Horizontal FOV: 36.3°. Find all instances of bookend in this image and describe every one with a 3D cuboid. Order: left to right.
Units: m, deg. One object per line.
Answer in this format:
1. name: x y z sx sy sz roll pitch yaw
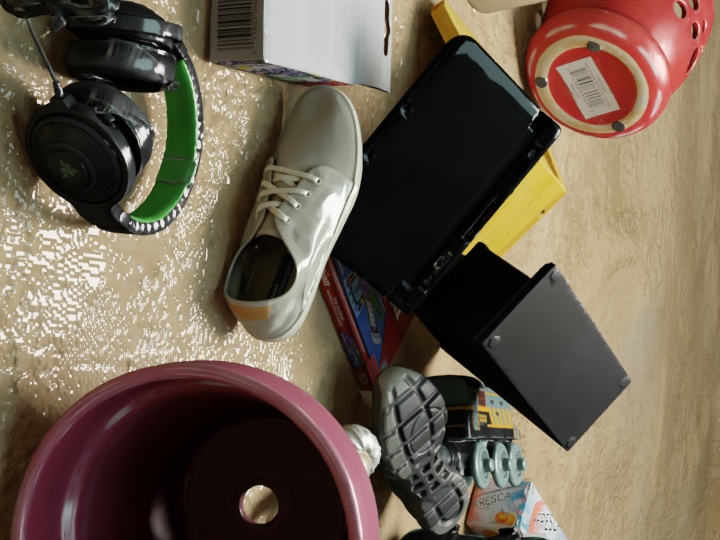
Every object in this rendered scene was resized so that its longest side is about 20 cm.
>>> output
1. bookend: 0.122 0.040 1.018 0.092 0.200 0.199 -46 133 -5

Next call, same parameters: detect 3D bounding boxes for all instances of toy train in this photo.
1. toy train: 0.115 0.168 1.140 0.200 0.085 0.115 18 68 -62

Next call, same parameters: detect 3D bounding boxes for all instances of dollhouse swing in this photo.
1. dollhouse swing: 0.091 -0.131 1.103 0.182 0.176 0.200 -45 152 10

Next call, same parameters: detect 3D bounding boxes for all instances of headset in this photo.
1. headset: -0.131 -0.097 0.613 0.200 0.094 0.124 52 48 -60

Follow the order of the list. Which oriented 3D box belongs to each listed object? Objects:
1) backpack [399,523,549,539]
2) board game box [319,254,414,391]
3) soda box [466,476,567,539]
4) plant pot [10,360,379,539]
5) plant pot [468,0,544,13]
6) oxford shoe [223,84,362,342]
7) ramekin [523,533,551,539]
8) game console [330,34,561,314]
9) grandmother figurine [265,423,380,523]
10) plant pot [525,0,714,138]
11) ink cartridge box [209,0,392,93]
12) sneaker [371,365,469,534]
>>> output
1. backpack: 0.080 0.337 0.990 0.200 0.175 0.154 -29 115 -54
2. board game box: 0.000 0.000 0.959 0.103 0.019 0.201 -61 144 -41
3. soda box: 0.192 0.316 1.311 0.200 0.068 0.064 56 46 -48
4. plant pot: -0.078 0.152 0.664 0.179 0.199 0.201 16 79 -78
5. plant pot: 0.221 -0.368 1.143 0.187 0.199 0.188 -14 106 -62
6. oxford shoe: -0.049 -0.048 0.802 0.058 0.075 0.201 40 63 -59
7. ramekin: 0.180 0.387 1.202 0.200 0.098 0.201 -25 130 -34
8. game console: 0.061 -0.075 0.927 0.200 0.116 0.176 -50 178 3
9. grandmother figurine: -0.035 0.215 0.880 0.121 0.060 0.201 70 37 -52
10. plant pot: 0.311 -0.275 1.331 0.183 0.200 0.201 -59 142 -38
11. ink cartridge box: -0.038 -0.197 0.829 0.200 0.050 0.110 -3 96 -63
12. sneaker: 0.037 0.158 0.989 0.075 0.079 0.201 -36 131 -24
